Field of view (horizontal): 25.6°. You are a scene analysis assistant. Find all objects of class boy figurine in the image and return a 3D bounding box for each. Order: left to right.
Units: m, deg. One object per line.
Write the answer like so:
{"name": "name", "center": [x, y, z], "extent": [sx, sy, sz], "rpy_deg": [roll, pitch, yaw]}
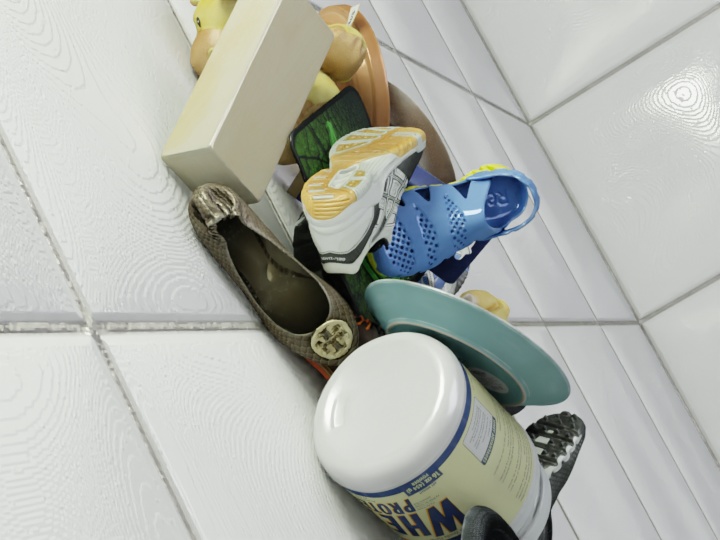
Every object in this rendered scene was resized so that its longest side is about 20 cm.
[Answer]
{"name": "boy figurine", "center": [0.127, 0.071, 1.622], "extent": [0.200, 0.064, 0.125], "rpy_deg": [-95, 160, -66]}

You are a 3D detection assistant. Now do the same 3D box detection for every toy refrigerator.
{"name": "toy refrigerator", "center": [-0.100, -0.157, 1.411], "extent": [0.076, 0.069, 0.201], "rpy_deg": [47, 51, -36]}

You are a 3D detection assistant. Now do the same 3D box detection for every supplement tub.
{"name": "supplement tub", "center": [0.066, 0.161, 1.360], "extent": [0.200, 0.144, 0.146], "rpy_deg": [46, 20, -40]}

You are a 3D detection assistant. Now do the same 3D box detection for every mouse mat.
{"name": "mouse mat", "center": [-0.001, -0.060, 1.479], "extent": [0.161, 0.007, 0.202], "rpy_deg": [-48, 121, -58]}

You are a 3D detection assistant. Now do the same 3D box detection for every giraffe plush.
{"name": "giraffe plush", "center": [-0.097, -0.223, 1.573], "extent": [0.161, 0.172, 0.202], "rpy_deg": [27, 55, -19]}

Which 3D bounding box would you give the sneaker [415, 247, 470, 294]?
{"name": "sneaker", "center": [0.060, 0.009, 1.685], "extent": [0.077, 0.075, 0.201], "rpy_deg": [44, 39, -18]}

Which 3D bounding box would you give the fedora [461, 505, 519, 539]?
{"name": "fedora", "center": [0.094, 0.295, 1.278], "extent": [0.201, 0.091, 0.202], "rpy_deg": [55, 23, -38]}

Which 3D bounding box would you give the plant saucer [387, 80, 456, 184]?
{"name": "plant saucer", "center": [0.027, -0.125, 1.768], "extent": [0.200, 0.032, 0.201], "rpy_deg": [36, -33, 28]}

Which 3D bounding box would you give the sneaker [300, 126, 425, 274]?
{"name": "sneaker", "center": [0.004, -0.065, 1.425], "extent": [0.200, 0.075, 0.089], "rpy_deg": [-47, 133, -52]}

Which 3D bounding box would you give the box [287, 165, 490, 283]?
{"name": "box", "center": [0.032, -0.063, 1.599], "extent": [0.199, 0.121, 0.033], "rpy_deg": [34, 50, -3]}

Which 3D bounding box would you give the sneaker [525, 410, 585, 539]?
{"name": "sneaker", "center": [0.163, 0.229, 1.554], "extent": [0.200, 0.066, 0.091], "rpy_deg": [-51, 134, -27]}

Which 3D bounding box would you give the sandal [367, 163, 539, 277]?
{"name": "sandal", "center": [0.092, -0.051, 1.491], "extent": [0.087, 0.199, 0.080], "rpy_deg": [4, -63, 58]}

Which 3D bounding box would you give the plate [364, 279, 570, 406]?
{"name": "plate", "center": [0.087, 0.072, 1.367], "extent": [0.199, 0.026, 0.201], "rpy_deg": [26, -20, 10]}

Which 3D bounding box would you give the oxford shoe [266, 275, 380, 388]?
{"name": "oxford shoe", "center": [-0.023, 0.051, 1.416], "extent": [0.201, 0.072, 0.071], "rpy_deg": [55, 16, -16]}

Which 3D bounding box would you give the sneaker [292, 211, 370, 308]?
{"name": "sneaker", "center": [0.000, 0.000, 1.552], "extent": [0.201, 0.080, 0.087], "rpy_deg": [63, 30, -34]}

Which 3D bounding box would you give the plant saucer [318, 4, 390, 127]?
{"name": "plant saucer", "center": [-0.025, -0.185, 1.714], "extent": [0.032, 0.201, 0.202], "rpy_deg": [-8, 58, -25]}

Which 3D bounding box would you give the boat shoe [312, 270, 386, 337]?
{"name": "boat shoe", "center": [0.011, 0.077, 1.504], "extent": [0.202, 0.063, 0.074], "rpy_deg": [54, 18, -13]}

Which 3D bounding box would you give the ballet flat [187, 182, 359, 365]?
{"name": "ballet flat", "center": [-0.073, 0.006, 1.346], "extent": [0.200, 0.067, 0.046], "rpy_deg": [50, -2, -14]}
